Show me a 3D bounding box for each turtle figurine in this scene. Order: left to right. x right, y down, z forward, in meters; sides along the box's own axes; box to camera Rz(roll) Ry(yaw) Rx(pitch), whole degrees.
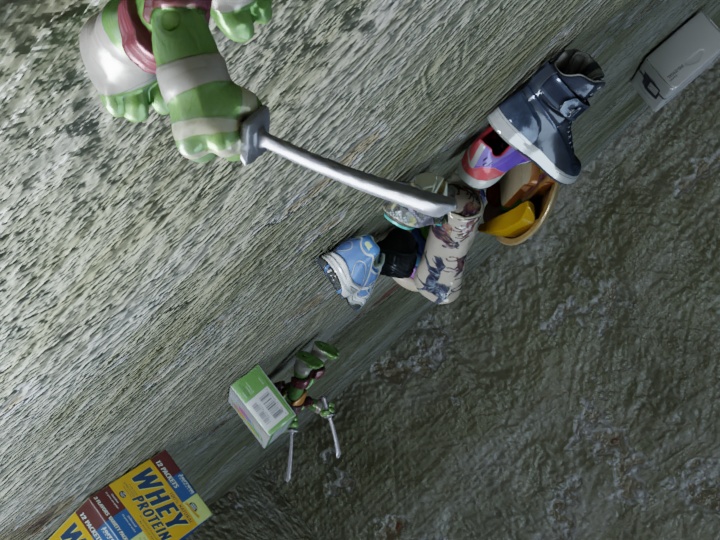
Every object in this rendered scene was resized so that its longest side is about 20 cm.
[{"bbox_3d":[-0.025,-0.096,0.450,0.193,0.197,0.146,-6,-111,66],"label":"turtle figurine"},{"bbox_3d":[-0.087,0.246,2.153,0.142,0.200,0.196,4,120,-33],"label":"turtle figurine"}]

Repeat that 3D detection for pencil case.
[{"bbox_3d":[0.129,-0.041,1.739,0.202,0.077,0.090,101,11,-46],"label":"pencil case"}]

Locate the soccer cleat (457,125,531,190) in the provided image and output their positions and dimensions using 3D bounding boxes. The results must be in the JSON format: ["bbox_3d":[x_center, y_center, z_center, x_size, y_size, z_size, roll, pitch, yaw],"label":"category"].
[{"bbox_3d":[0.210,-0.181,1.612,0.199,0.068,0.074,-35,160,-38],"label":"soccer cleat"}]

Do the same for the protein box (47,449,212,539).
[{"bbox_3d":[-0.383,0.428,1.895,0.200,0.135,0.198,-44,171,31],"label":"protein box"}]

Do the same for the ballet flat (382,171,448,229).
[{"bbox_3d":[0.082,-0.091,1.490,0.072,0.072,0.200,-41,174,14],"label":"ballet flat"}]

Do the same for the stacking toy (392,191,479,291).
[{"bbox_3d":[0.121,-0.063,1.842,0.201,0.085,0.085,-53,167,31],"label":"stacking toy"}]

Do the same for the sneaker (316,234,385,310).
[{"bbox_3d":[0.000,0.000,1.543,0.077,0.076,0.200,-35,174,1],"label":"sneaker"}]

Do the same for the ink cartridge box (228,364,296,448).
[{"bbox_3d":[-0.168,0.233,1.970,0.059,0.104,0.200,-37,173,-16],"label":"ink cartridge box"}]

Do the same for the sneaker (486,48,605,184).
[{"bbox_3d":[0.271,-0.199,1.532,0.146,0.077,0.201,-45,143,15],"label":"sneaker"}]

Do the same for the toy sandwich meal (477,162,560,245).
[{"bbox_3d":[0.233,-0.136,1.776,0.069,0.208,0.205,14,142,-25],"label":"toy sandwich meal"}]

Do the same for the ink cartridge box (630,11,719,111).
[{"bbox_3d":[0.620,-0.405,2.300,0.144,0.085,0.200,-40,174,1],"label":"ink cartridge box"}]

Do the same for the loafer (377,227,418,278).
[{"bbox_3d":[0.048,-0.027,1.718,0.200,0.067,0.072,-4,107,-80],"label":"loafer"}]
